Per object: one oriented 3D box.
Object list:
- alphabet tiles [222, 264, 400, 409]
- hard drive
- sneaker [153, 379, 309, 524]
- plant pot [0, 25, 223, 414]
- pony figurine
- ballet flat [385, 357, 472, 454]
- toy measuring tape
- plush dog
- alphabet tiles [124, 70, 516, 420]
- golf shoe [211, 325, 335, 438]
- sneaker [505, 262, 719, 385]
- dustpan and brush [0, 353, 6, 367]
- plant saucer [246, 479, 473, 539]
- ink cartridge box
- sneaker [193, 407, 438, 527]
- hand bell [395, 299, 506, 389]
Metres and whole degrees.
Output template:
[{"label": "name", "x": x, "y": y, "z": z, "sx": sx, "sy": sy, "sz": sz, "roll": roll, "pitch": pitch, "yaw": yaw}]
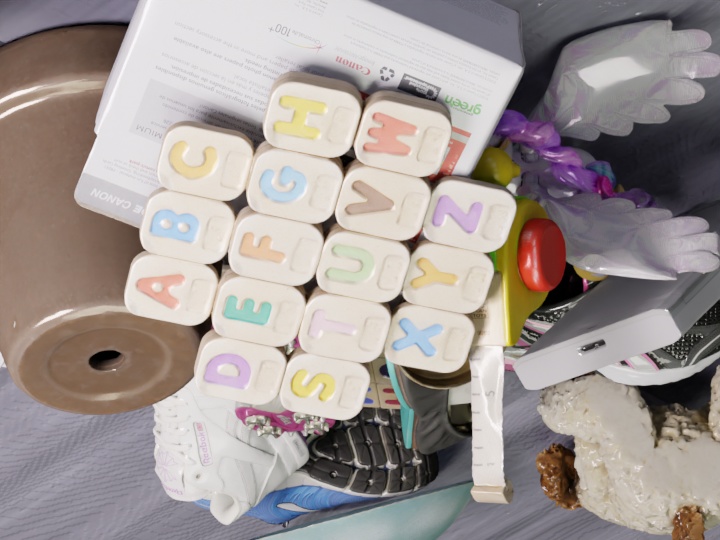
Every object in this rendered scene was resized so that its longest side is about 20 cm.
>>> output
[{"label": "alphabet tiles", "x": -0.027, "y": 0.048, "z": 1.492, "sx": 0.199, "sy": 0.006, "sz": 0.167, "roll": 2, "pitch": 144, "yaw": 9}, {"label": "hard drive", "x": 0.197, "y": 0.004, "z": 1.372, "sx": 0.132, "sy": 0.200, "sz": 0.026, "roll": -23, "pitch": 101, "yaw": 46}, {"label": "sneaker", "x": -0.108, "y": 0.103, "z": 1.485, "sx": 0.100, "sy": 0.075, "sz": 0.200, "roll": -47, "pitch": 133, "yaw": -12}, {"label": "plant pot", "x": -0.152, "y": -0.016, "z": 1.278, "sx": 0.199, "sy": 0.175, "sz": 0.201, "roll": -7, "pitch": 144, "yaw": -5}, {"label": "pony figurine", "x": 0.121, "y": -0.055, "z": 1.329, "sx": 0.192, "sy": 0.167, "sz": 0.200, "roll": 0, "pitch": 158, "yaw": 2}, {"label": "ballet flat", "x": 0.055, "y": 0.069, "z": 1.438, "sx": 0.068, "sy": 0.068, "sz": 0.200, "roll": -7, "pitch": 161, "yaw": 3}, {"label": "toy measuring tape", "x": 0.084, "y": 0.029, "z": 1.240, "sx": 0.073, "sy": 0.201, "sz": 0.074, "roll": -3, "pitch": -174, "yaw": 0}, {"label": "plush dog", "x": 0.228, "y": 0.151, "z": 1.636, "sx": 0.199, "sy": 0.161, "sz": 0.172, "roll": -3, "pitch": 170, "yaw": -6}, {"label": "alphabet tiles", "x": -0.022, "y": -0.009, "z": 1.172, "sx": 0.195, "sy": 0.015, "sz": 0.201, "roll": 12, "pitch": 119, "yaw": -10}, {"label": "golf shoe", "x": -0.059, "y": 0.038, "z": 1.382, "sx": 0.075, "sy": 0.092, "sz": 0.200, "roll": 0, "pitch": 156, "yaw": 7}, {"label": "sneaker", "x": 0.166, "y": 0.025, "z": 1.486, "sx": 0.199, "sy": 0.081, "sz": 0.086, "roll": -3, "pitch": 142, "yaw": -11}, {"label": "dustpan and brush", "x": -0.248, "y": 0.048, "z": 1.422, "sx": 0.199, "sy": 0.139, "sz": 0.057, "roll": 4, "pitch": 110, "yaw": 36}, {"label": "plant saucer", "x": -0.001, "y": 0.200, "z": 1.636, "sx": 0.200, "sy": 0.039, "sz": 0.201, "roll": -15, "pitch": 174, "yaw": -2}, {"label": "ink cartridge box", "x": -0.036, "y": -0.091, "z": 1.190, "sx": 0.199, "sy": 0.084, "sz": 0.176, "roll": 22, "pitch": 117, "yaw": -10}, {"label": "sneaker", "x": -0.041, "y": 0.145, "z": 1.619, "sx": 0.199, "sy": 0.079, "sz": 0.089, "roll": -1, "pitch": 158, "yaw": -7}, {"label": "hand bell", "x": 0.000, "y": 0.000, "z": 1.351, "sx": 0.104, "sy": 0.200, "sz": 0.105, "roll": -9, "pitch": 107, "yaw": -34}]
